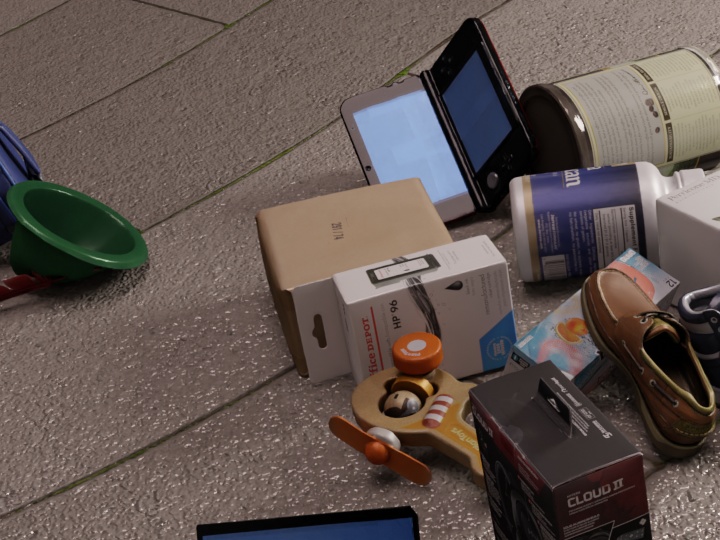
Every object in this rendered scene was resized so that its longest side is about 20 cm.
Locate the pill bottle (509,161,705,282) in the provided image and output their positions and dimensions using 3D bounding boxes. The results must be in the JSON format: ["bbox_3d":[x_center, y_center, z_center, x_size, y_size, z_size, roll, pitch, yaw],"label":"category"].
[{"bbox_3d":[0.258,-0.053,1.692,0.199,0.112,0.111,-7,29,6],"label":"pill bottle"}]

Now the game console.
[{"bbox_3d":[0.086,-0.163,1.853,0.118,0.172,0.201,-4,59,-32],"label":"game console"}]

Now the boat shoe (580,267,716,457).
[{"bbox_3d":[0.261,0.065,1.445,0.072,0.068,0.200,-11,53,-23],"label":"boat shoe"}]

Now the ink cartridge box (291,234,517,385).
[{"bbox_3d":[0.044,0.052,1.569,0.199,0.117,0.068,-15,27,-7],"label":"ink cartridge box"}]

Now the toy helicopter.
[{"bbox_3d":[0.063,0.143,1.444,0.132,0.079,0.200,-28,37,-27],"label":"toy helicopter"}]

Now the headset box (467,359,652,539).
[{"bbox_3d":[0.152,0.176,1.222,0.077,0.201,0.149,-18,29,-14],"label":"headset box"}]

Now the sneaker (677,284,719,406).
[{"bbox_3d":[0.362,0.074,1.430,0.199,0.109,0.070,16,38,39],"label":"sneaker"}]

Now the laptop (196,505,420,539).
[{"bbox_3d":[-0.041,0.281,1.198,0.176,0.104,0.200,-7,29,8],"label":"laptop"}]

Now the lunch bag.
[{"bbox_3d":[-0.460,-0.114,1.947,0.132,0.200,0.136,-31,31,3],"label":"lunch bag"}]

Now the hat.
[{"bbox_3d":[-0.371,0.010,1.888,0.199,0.177,0.166,24,21,-17],"label":"hat"}]

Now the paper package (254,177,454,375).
[{"bbox_3d":[0.000,0.000,1.692,0.190,0.104,0.200,-13,28,-5],"label":"paper package"}]

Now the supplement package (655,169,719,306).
[{"bbox_3d":[0.391,-0.007,1.559,0.117,0.118,0.200,-24,31,-23],"label":"supplement package"}]

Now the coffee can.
[{"bbox_3d":[0.294,-0.157,1.818,0.199,0.147,0.146,-16,29,-19],"label":"coffee can"}]

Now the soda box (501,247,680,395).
[{"bbox_3d":[0.215,0.061,1.529,0.063,0.069,0.200,36,49,21],"label":"soda box"}]
